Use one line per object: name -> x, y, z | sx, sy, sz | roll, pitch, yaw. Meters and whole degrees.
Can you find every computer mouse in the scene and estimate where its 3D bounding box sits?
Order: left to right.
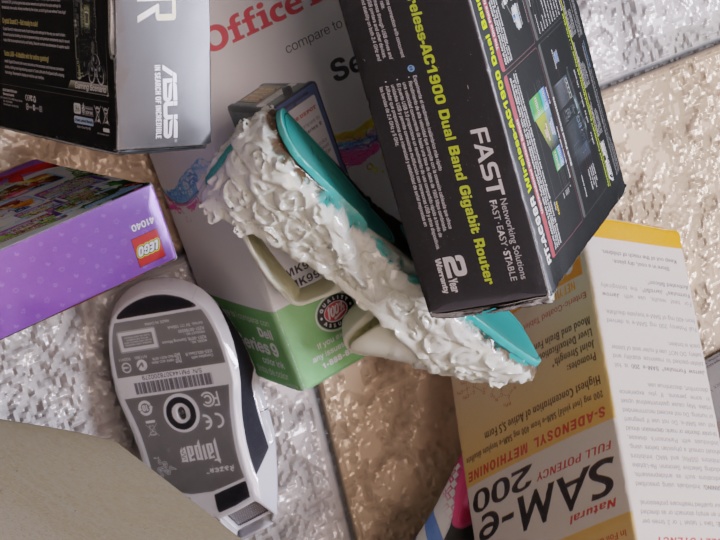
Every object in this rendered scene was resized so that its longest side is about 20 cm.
computer mouse -> -0.070, 0.097, 1.020 | 0.044, 0.109, 0.201 | -32, 112, -64

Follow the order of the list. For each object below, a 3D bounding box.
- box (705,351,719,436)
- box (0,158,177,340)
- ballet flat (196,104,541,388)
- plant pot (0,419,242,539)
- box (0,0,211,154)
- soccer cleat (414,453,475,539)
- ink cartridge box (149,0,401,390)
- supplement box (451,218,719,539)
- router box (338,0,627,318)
box -> 0.273, 0.150, 1.164 | 0.105, 0.200, 0.185 | -25, 110, -26
box -> -0.197, 0.009, 0.890 | 0.199, 0.137, 0.039 | -26, 110, -25
ballet flat -> 0.000, 0.000, 0.961 | 0.200, 0.072, 0.072 | 41, 77, -28
plant pot -> -0.148, 0.177, 0.902 | 0.177, 0.200, 0.201 | -10, 124, -48
box -> -0.127, -0.138, 0.871 | 0.043, 0.200, 0.161 | -6, 100, -30
soccer cleat -> 0.053, 0.149, 1.115 | 0.070, 0.086, 0.200 | 45, 50, -9
ink cartridge box -> -0.023, -0.065, 1.014 | 0.145, 0.087, 0.201 | -28, 110, -24
supplement box -> 0.115, 0.089, 1.049 | 0.073, 0.126, 0.201 | 7, 64, -34
router box -> 0.055, -0.098, 0.939 | 0.150, 0.062, 0.201 | -46, 122, -62
